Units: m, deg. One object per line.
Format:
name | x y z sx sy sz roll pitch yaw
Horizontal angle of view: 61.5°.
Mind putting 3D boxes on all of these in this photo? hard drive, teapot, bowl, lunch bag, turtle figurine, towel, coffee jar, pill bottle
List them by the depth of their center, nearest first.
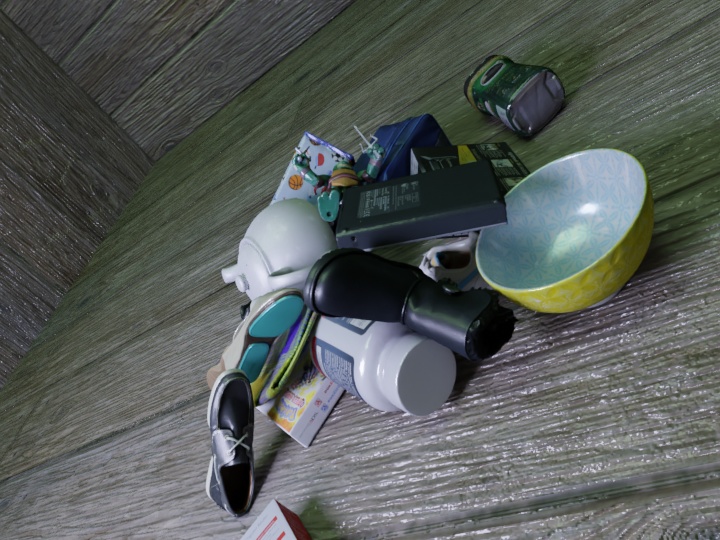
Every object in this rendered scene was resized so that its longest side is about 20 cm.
bowl | 0.238 -0.024 0.669 0.198 0.108 0.202 -33 29 21
hard drive | 0.072 -0.080 0.738 0.194 0.034 0.141 -11 29 10
pill bottle | 0.026 0.108 0.768 0.120 0.120 0.198 -51 29 -13
towel | -0.117 0.124 0.872 0.146 0.022 0.200 -66 11 -23
teapot | -0.124 -0.006 0.935 0.144 0.202 0.198 -24 60 -30
turtle figurine | -0.025 -0.145 0.946 0.146 0.103 0.202 -16 35 2
lunch bag | 0.075 -0.160 1.033 0.131 0.136 0.203 -4 50 51
coffee jar | 0.255 -0.305 1.035 0.104 0.085 0.201 -43 29 8
lunch bag | -0.075 -0.134 1.127 0.173 0.122 0.200 -61 -6 -3

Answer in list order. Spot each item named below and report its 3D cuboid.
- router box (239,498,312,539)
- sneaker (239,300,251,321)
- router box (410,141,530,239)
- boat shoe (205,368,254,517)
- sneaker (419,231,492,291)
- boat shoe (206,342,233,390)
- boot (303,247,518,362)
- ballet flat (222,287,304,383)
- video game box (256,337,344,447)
router box | -0.118 0.390 0.666 0.201 0.049 0.179 -49 28 -7
sneaker | -0.142 0.024 1.088 0.075 0.088 0.203 -9 44 48
router box | 0.163 -0.121 0.872 0.152 0.053 0.202 -4 33 -3
boat shoe | -0.171 0.237 0.835 0.067 0.070 0.206 21 109 54
sneaker | 0.103 0.015 0.829 0.198 0.081 0.078 -31 32 27
boat shoe | -0.210 0.166 1.031 0.065 0.072 0.201 -38 -11 -39
boot | 0.059 0.037 0.650 0.166 0.197 0.079 23 103 43
ballet flat | -0.142 0.078 0.845 0.201 0.068 0.070 -54 20 31
video game box | -0.087 0.153 0.939 0.198 0.047 0.184 10 64 57
